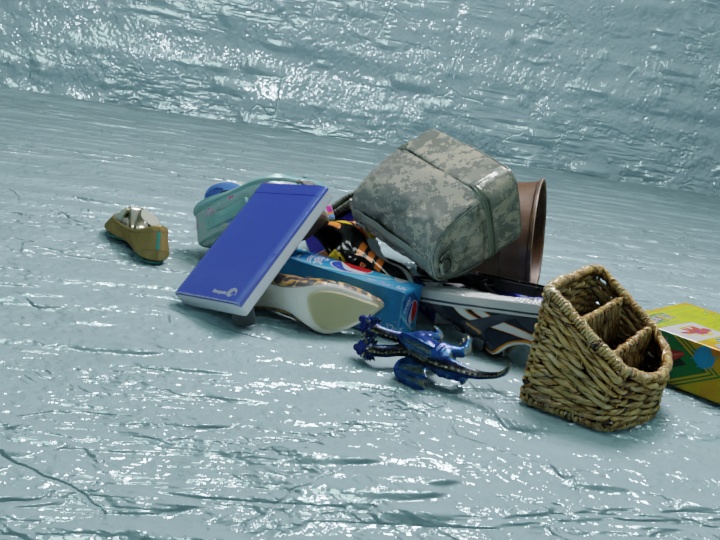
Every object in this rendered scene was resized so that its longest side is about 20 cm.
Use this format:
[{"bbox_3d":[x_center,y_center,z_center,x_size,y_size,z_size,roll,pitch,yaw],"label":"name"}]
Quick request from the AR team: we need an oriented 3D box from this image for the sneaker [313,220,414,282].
[{"bbox_3d":[0.000,0.000,1.339,0.090,0.070,0.200,4,36,-38],"label":"sneaker"}]

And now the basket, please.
[{"bbox_3d":[0.295,0.088,1.115,0.142,0.150,0.200,18,15,29],"label":"basket"}]

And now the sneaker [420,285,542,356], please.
[{"bbox_3d":[0.163,0.068,1.251,0.199,0.080,0.078,10,10,31],"label":"sneaker"}]

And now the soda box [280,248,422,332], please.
[{"bbox_3d":[-0.021,0.030,1.282,0.199,0.068,0.064,16,15,23],"label":"soda box"}]

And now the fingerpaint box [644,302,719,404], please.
[{"bbox_3d":[0.471,0.110,1.307,0.166,0.074,0.199,21,18,40],"label":"fingerpaint box"}]

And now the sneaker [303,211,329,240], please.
[{"bbox_3d":[-0.127,-0.037,1.347,0.199,0.071,0.075,-24,-19,36],"label":"sneaker"}]

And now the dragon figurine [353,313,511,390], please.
[{"bbox_3d":[0.074,0.101,1.088,0.099,0.059,0.200,-1,17,-38],"label":"dragon figurine"}]

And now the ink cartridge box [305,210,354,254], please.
[{"bbox_3d":[0.007,-0.087,1.588,0.197,0.044,0.200,-28,1,22],"label":"ink cartridge box"}]

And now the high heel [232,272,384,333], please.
[{"bbox_3d":[-0.076,0.025,1.245,0.199,0.072,0.143,-2,22,-10],"label":"high heel"}]

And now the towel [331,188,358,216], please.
[{"bbox_3d":[0.000,-0.128,1.582,0.199,0.035,0.192,-28,0,24],"label":"towel"}]

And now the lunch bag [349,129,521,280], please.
[{"bbox_3d":[0.101,-0.085,1.324,0.167,0.140,0.200,-33,47,-22],"label":"lunch bag"}]

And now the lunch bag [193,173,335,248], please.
[{"bbox_3d":[-0.148,-0.087,1.443,0.199,0.078,0.160,-20,-18,36],"label":"lunch bag"}]

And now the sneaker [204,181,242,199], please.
[{"bbox_3d":[-0.238,-0.115,1.679,0.199,0.077,0.111,30,14,38],"label":"sneaker"}]

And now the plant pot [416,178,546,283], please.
[{"bbox_3d":[0.198,-0.060,1.570,0.197,0.202,0.200,7,12,15],"label":"plant pot"}]

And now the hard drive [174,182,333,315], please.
[{"bbox_3d":[-0.136,-0.033,1.218,0.131,0.025,0.200,7,53,43],"label":"hard drive"}]

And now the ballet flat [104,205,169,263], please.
[{"bbox_3d":[-0.336,-0.066,1.446,0.068,0.063,0.200,1,17,-35],"label":"ballet flat"}]

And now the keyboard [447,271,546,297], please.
[{"bbox_3d":[0.197,0.017,1.325,0.126,0.021,0.200,4,3,-23],"label":"keyboard"}]

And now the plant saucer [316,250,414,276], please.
[{"bbox_3d":[0.002,0.003,1.474,0.199,0.037,0.200,9,15,-2],"label":"plant saucer"}]

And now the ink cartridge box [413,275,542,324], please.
[{"bbox_3d":[0.182,0.047,1.407,0.199,0.045,0.094,4,17,-23],"label":"ink cartridge box"}]
